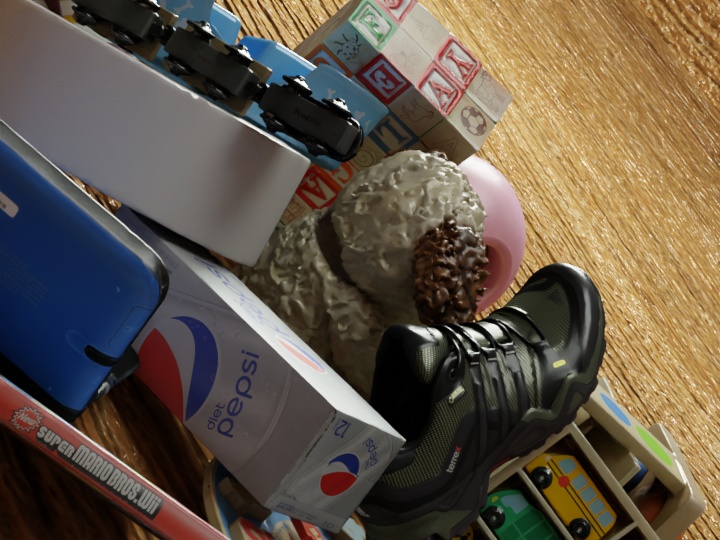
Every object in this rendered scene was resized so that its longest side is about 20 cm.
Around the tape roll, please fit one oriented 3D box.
[{"bbox_3d":[-0.130,-0.080,1.361,0.202,0.071,0.202,29,2,-1],"label":"tape roll"}]

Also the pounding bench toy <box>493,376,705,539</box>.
[{"bbox_3d":[0.120,0.138,1.479,0.156,0.124,0.200,43,10,-15],"label":"pounding bench toy"}]

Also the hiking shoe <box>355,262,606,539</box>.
[{"bbox_3d":[0.060,0.057,1.326,0.076,0.200,0.101,13,-36,44],"label":"hiking shoe"}]

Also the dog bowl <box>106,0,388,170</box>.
[{"bbox_3d":[-0.079,-0.123,1.436,0.200,0.050,0.111,32,-2,-19],"label":"dog bowl"}]

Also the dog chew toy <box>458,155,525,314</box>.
[{"bbox_3d":[0.034,-0.051,1.752,0.124,0.125,0.200,31,15,-43],"label":"dog chew toy"}]

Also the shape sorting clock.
[{"bbox_3d":[-0.010,0.172,1.265,0.200,0.039,0.200,42,18,-17],"label":"shape sorting clock"}]

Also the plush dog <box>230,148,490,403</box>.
[{"bbox_3d":[0.000,0.000,1.443,0.160,0.172,0.200,37,20,-30],"label":"plush dog"}]

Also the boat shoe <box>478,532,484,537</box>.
[{"bbox_3d":[0.103,0.219,1.398,0.201,0.072,0.066,45,4,-1],"label":"boat shoe"}]

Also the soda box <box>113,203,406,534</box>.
[{"bbox_3d":[-0.070,0.049,1.274,0.200,0.064,0.068,42,9,37],"label":"soda box"}]

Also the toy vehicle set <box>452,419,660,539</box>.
[{"bbox_3d":[0.123,0.198,1.350,0.200,0.124,0.027,54,-6,0],"label":"toy vehicle set"}]

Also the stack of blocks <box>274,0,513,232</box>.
[{"bbox_3d":[-0.011,-0.089,1.568,0.115,0.200,0.059,44,48,-11],"label":"stack of blocks"}]

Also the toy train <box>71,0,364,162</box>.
[{"bbox_3d":[-0.079,-0.110,1.311,0.200,0.034,0.046,31,-1,25],"label":"toy train"}]

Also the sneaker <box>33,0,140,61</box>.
[{"bbox_3d":[-0.155,-0.161,1.566,0.200,0.090,0.075,54,18,21],"label":"sneaker"}]

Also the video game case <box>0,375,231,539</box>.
[{"bbox_3d":[-0.144,0.070,1.088,0.200,0.017,0.143,39,-9,-27],"label":"video game case"}]

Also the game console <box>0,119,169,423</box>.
[{"bbox_3d":[-0.174,-0.036,1.173,0.200,0.171,0.118,40,43,1],"label":"game console"}]
